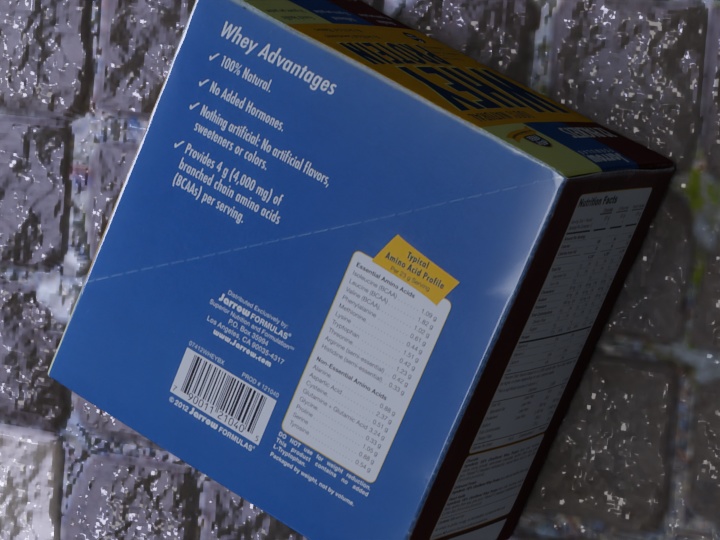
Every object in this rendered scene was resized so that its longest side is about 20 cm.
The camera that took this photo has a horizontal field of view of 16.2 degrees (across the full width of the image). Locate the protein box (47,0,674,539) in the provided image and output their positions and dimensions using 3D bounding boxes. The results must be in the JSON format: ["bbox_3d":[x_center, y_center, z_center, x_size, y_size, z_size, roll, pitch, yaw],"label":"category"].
[{"bbox_3d":[0.000,0.000,1.159,0.198,0.135,0.200,29,106,22],"label":"protein box"}]
